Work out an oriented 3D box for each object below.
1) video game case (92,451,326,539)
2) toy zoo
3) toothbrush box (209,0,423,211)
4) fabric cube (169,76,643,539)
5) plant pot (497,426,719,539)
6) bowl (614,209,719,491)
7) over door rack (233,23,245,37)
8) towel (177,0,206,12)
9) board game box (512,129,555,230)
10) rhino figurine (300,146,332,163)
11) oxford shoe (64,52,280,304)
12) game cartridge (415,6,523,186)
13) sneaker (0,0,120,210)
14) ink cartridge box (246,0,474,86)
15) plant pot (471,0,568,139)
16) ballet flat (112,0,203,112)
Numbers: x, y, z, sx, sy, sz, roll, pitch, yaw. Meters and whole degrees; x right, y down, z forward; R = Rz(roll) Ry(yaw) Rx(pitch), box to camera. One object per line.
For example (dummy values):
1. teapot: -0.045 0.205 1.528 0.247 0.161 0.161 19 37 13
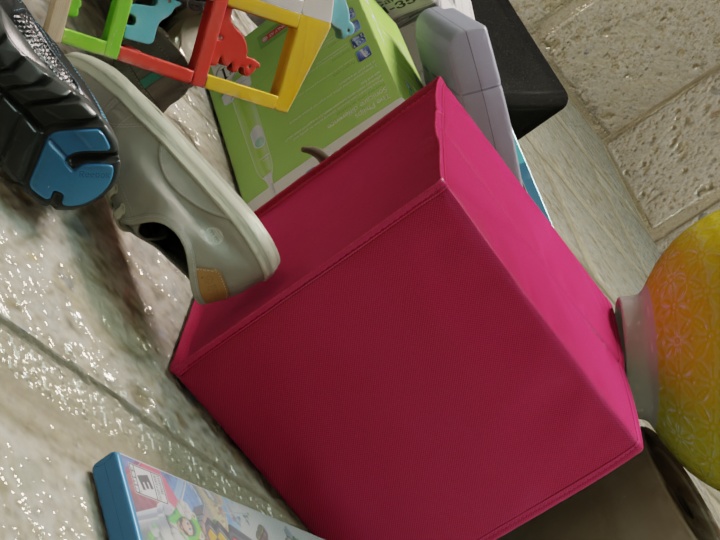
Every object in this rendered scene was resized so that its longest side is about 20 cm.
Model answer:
1. video game case: -0.048 0.178 0.701 0.200 0.018 0.144 37 25 -52
2. toy zoo: -0.093 -0.184 0.923 0.198 0.132 0.020 15 6 -25
3. toothbrush box: -0.023 -0.110 1.090 0.086 0.145 0.201 40 22 -46
4. fabric cube: 0.030 0.039 0.878 0.200 0.195 0.200 50 18 -17
5. plant pot: 0.150 0.198 0.972 0.200 0.173 0.200 49 17 -21
6. bowl: 0.222 0.054 0.927 0.200 0.106 0.202 -2 90 -85
7. over door rack: -0.102 -0.246 1.257 0.201 0.066 0.148 59 17 6
8. towel: -0.142 -0.259 1.032 0.199 0.086 0.166 29 22 8
9. board game box: 0.117 -0.031 1.229 0.151 0.047 0.202 118 -48 -71
10. rhino figurine: 0.000 0.000 1.002 0.060 0.087 0.201 -98 165 -62
11. oxford shoe: -0.126 -0.055 0.817 0.200 0.058 0.075 46 -14 25
12. game cartridge: 0.086 -0.090 1.068 0.133 0.041 0.202 -108 -176 -71
13. sneaker: -0.203 -0.119 0.742 0.201 0.073 0.082 57 -2 -23
14. ink cartridge box: 0.001 -0.227 1.221 0.200 0.145 0.084 39 37 -59
15. plant pot: 0.055 -0.193 1.424 0.201 0.199 0.177 59 27 7
16. ballet flat: -0.131 -0.167 1.026 0.068 0.063 0.200 51 17 -21
